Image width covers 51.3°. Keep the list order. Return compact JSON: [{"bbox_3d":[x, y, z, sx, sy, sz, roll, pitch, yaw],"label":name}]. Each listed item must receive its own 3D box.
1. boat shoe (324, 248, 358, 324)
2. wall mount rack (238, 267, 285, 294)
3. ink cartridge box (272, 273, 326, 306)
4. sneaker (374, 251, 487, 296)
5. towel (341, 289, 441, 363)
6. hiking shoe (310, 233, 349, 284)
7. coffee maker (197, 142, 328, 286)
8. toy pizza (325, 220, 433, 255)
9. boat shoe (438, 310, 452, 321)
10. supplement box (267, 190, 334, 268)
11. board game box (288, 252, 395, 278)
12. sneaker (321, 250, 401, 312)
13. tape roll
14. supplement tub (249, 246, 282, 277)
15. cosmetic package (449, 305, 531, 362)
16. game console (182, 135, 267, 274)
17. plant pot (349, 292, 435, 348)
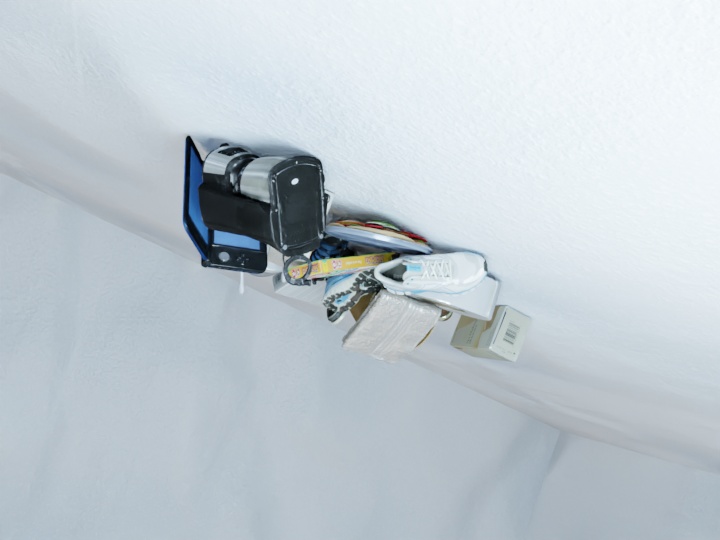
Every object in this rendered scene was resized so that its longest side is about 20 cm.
[{"bbox_3d":[-0.053,0.028,1.602,0.067,0.201,0.072,31,134,-26],"label":"boat shoe"},{"bbox_3d":[-0.205,-0.058,1.443,0.199,0.175,0.074,-16,165,-49],"label":"wall mount rack"},{"bbox_3d":[-0.081,0.020,1.758,0.162,0.051,0.199,-31,149,33],"label":"ink cartridge box"},{"bbox_3d":[0.114,0.005,1.262,0.198,0.076,0.086,-8,167,25],"label":"sneaker"},{"bbox_3d":[0.056,0.115,1.466,0.131,0.035,0.200,17,137,-17],"label":"towel"},{"bbox_3d":[-0.058,-0.032,1.483,0.074,0.088,0.200,-11,173,-22],"label":"hiking shoe"},{"bbox_3d":[-0.160,-0.093,1.176,0.134,0.194,0.199,12,-178,-45],"label":"coffee maker"},{"bbox_3d":[0.032,-0.061,1.310,0.198,0.032,0.200,13,178,1],"label":"toy pizza"},{"bbox_3d":[0.115,0.056,1.723,0.200,0.075,0.075,11,156,21],"label":"boat shoe"},{"bbox_3d":[-0.112,-0.075,1.351,0.073,0.127,0.200,23,171,-6],"label":"supplement box"},{"bbox_3d":[-0.031,-0.008,1.344,0.095,0.030,0.199,-14,178,44],"label":"board game box"},{"bbox_3d":[0.000,0.000,1.496,0.199,0.091,0.078,-29,135,24],"label":"sneaker"},{"bbox_3d":[0.158,0.032,1.397,0.200,0.072,0.202,18,175,2],"label":"tape roll"},{"bbox_3d":[-0.203,-0.056,1.644,0.131,0.133,0.200,25,169,-12],"label":"supplement tub"},{"bbox_3d":[0.283,0.137,1.649,0.071,0.106,0.200,27,168,-15],"label":"cosmetic package"},{"bbox_3d":[-0.234,-0.114,1.311,0.169,0.202,0.119,8,146,-21],"label":"game console"},{"bbox_3d":[0.046,0.061,1.637,0.186,0.188,0.200,29,-179,-33],"label":"plant pot"}]
